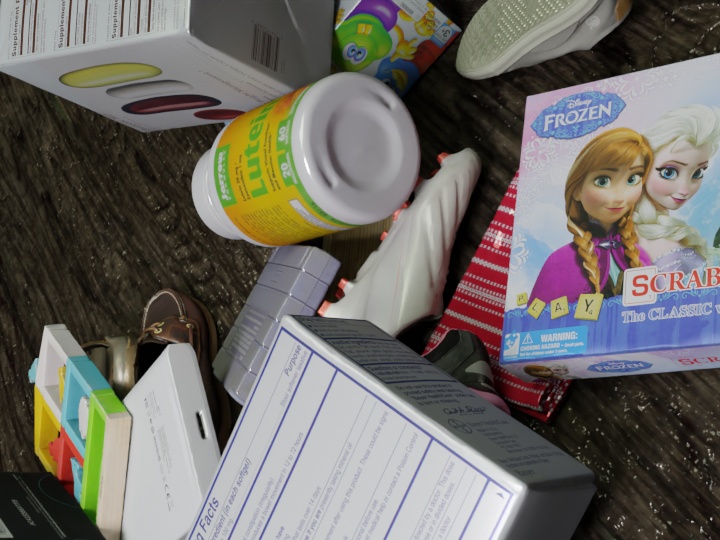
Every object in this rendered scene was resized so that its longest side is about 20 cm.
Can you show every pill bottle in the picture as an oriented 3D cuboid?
[{"bbox_3d":[-0.052,-0.079,1.025,0.199,0.110,0.112,-12,56,55],"label":"pill bottle"}]

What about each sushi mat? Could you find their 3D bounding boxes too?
[{"bbox_3d":[0.000,0.000,1.075,0.095,0.012,0.202,-23,49,40],"label":"sushi mat"}]

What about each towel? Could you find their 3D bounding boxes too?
[{"bbox_3d":[0.130,-0.005,0.927,0.144,0.022,0.202,22,83,53],"label":"towel"}]

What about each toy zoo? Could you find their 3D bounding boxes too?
[{"bbox_3d":[-0.251,0.136,1.143,0.200,0.020,0.133,39,126,50],"label":"toy zoo"}]

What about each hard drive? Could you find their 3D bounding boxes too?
[{"bbox_3d":[-0.164,0.160,1.049,0.200,0.026,0.133,-45,56,51],"label":"hard drive"}]

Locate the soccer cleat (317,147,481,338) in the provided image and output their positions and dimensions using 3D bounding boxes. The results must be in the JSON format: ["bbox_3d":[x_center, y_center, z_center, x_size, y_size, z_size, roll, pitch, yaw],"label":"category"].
[{"bbox_3d":[0.043,-0.005,0.998,0.201,0.077,0.069,-54,-5,-18],"label":"soccer cleat"}]

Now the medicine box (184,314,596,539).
[{"bbox_3d":[0.011,0.154,0.807,0.199,0.102,0.184,33,105,32],"label":"medicine box"}]

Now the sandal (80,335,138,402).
[{"bbox_3d":[-0.241,0.099,1.186,0.200,0.053,0.082,150,118,-68],"label":"sandal"}]

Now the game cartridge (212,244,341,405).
[{"bbox_3d":[-0.071,0.042,1.049,0.131,0.038,0.200,-66,11,-3],"label":"game cartridge"}]

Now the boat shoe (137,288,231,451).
[{"bbox_3d":[-0.166,0.079,1.162,0.070,0.070,0.201,-47,38,15],"label":"boat shoe"}]

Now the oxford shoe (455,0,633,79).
[{"bbox_3d":[0.140,-0.189,1.019,0.199,0.057,0.076,-17,58,59],"label":"oxford shoe"}]

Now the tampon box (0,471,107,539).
[{"bbox_3d":[-0.313,0.288,1.090,0.149,0.125,0.203,26,105,53],"label":"tampon box"}]

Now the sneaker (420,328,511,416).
[{"bbox_3d":[0.018,0.106,0.927,0.199,0.079,0.096,-29,49,28],"label":"sneaker"}]

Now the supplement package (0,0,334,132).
[{"bbox_3d":[-0.152,-0.214,1.051,0.198,0.191,0.149,-3,78,32],"label":"supplement package"}]

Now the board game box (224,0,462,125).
[{"bbox_3d":[-0.026,-0.186,1.157,0.200,0.103,0.105,-47,40,14],"label":"board game box"}]

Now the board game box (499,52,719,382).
[{"bbox_3d":[0.190,-0.035,0.835,0.198,0.041,0.202,-9,62,36],"label":"board game box"}]
